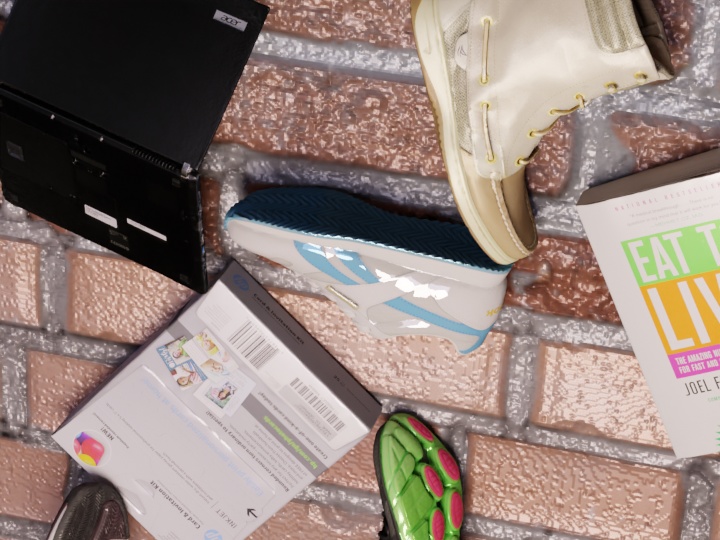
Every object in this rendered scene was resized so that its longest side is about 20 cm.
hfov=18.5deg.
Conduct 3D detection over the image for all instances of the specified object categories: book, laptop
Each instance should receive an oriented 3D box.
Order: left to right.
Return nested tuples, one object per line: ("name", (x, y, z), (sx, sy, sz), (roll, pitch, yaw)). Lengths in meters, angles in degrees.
("laptop", (-0.159, -0.110, 1.528), (0.177, 0.103, 0.200), (25, 145, 19))
("book", (0.240, 0.022, 1.477), (0.133, 0.048, 0.200), (-15, 111, 26))

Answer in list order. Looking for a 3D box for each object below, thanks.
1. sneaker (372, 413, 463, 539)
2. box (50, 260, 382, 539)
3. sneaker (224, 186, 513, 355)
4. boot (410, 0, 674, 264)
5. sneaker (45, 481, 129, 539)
("sneaker", (0.033, 0.202, 1.598), (0.084, 0.077, 0.201), (-2, 102, 38))
("box", (-0.106, 0.112, 1.619), (0.156, 0.041, 0.200), (45, 117, -6))
("sneaker", (0.000, 0.000, 1.513), (0.200, 0.077, 0.081), (17, 119, 8))
("boot", (0.128, -0.106, 1.433), (0.154, 0.072, 0.200), (-10, 110, 18))
("sneaker", (-0.242, 0.244, 1.668), (0.115, 0.076, 0.201), (20, 103, 46))
